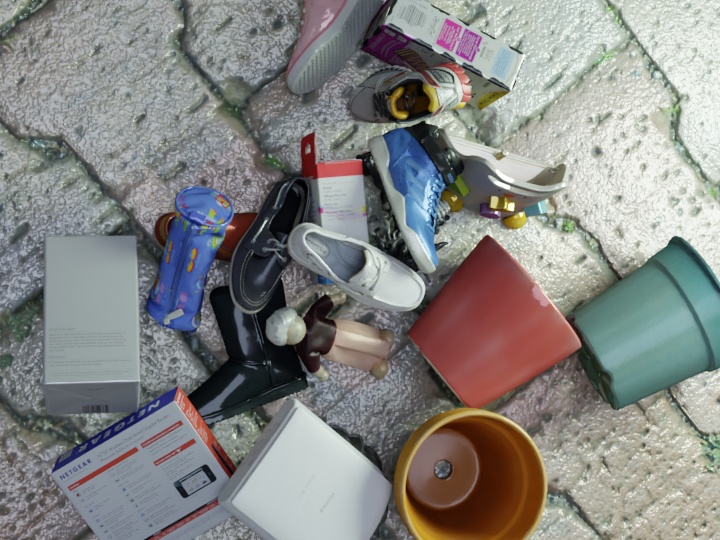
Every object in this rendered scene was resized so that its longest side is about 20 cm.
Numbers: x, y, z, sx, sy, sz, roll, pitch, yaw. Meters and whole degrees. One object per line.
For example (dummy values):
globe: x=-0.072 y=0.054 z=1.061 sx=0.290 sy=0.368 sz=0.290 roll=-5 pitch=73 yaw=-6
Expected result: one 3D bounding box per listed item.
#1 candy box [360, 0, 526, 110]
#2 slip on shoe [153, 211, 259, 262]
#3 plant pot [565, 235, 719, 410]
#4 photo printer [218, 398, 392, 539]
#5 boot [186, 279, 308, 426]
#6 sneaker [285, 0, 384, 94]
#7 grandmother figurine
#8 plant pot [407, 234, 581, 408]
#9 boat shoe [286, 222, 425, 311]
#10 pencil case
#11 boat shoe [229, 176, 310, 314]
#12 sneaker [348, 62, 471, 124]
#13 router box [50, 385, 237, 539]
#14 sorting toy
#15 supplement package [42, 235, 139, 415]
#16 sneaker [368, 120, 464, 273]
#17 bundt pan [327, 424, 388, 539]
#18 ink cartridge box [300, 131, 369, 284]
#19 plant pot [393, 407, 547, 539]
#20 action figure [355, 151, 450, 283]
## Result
candy box: x=0.111 y=-0.300 z=1.730 sx=0.198 sy=0.136 sz=0.062 roll=25 pitch=81 yaw=-10
slip on shoe: x=-0.181 y=-0.048 z=1.714 sx=0.197 sy=0.061 sz=0.075 roll=5 pitch=88 yaw=-13
plant pot: x=0.406 y=0.085 z=1.775 sx=0.194 sy=0.200 sz=0.202 roll=-27 pitch=95 yaw=-2
photo printer: x=-0.063 y=0.293 z=1.643 sx=0.200 sy=0.069 sz=0.167 roll=42 pitch=74 yaw=-17
boot: x=-0.179 y=0.107 z=1.705 sx=0.198 sy=0.076 sz=0.170 roll=-19 pitch=96 yaw=-16
sneaker: x=-0.054 y=-0.346 z=1.738 sx=0.105 sy=0.075 sz=0.201 roll=44 pitch=105 yaw=26
grandmother figurine: x=-0.044 y=0.088 z=1.707 sx=0.198 sy=0.060 sz=0.123 roll=14 pitch=79 yaw=-37
plant pot: x=0.173 y=0.083 z=1.731 sx=0.177 sy=0.200 sz=0.201 roll=-40 pitch=98 yaw=2
boat shoe: x=0.000 y=0.000 z=1.627 sx=0.198 sy=0.069 sz=0.072 roll=24 pitch=84 yaw=-15
pencil case: x=-0.225 y=-0.010 z=1.646 sx=0.077 sy=0.087 sz=0.202 roll=19 pitch=123 yaw=-4
boat shoe: x=-0.117 y=-0.039 z=1.673 sx=0.072 sy=0.063 sz=0.202 roll=28 pitch=65 yaw=-16
sneaker: x=0.052 y=-0.236 z=1.698 sx=0.082 sy=0.199 sz=0.079 roll=-28 pitch=105 yaw=-40
router box: x=-0.272 y=0.278 z=1.658 sx=0.199 sy=0.049 sz=0.181 roll=-30 pitch=107 yaw=9
sorting toy: x=0.199 y=-0.124 z=1.729 sx=0.197 sy=0.180 sz=0.108 roll=14 pitch=87 yaw=-11
supplement package: x=-0.344 y=0.070 z=1.617 sx=0.120 sy=0.120 sz=0.202 roll=0 pitch=66 yaw=-11
sneaker: x=0.092 y=-0.103 z=1.659 sx=0.110 sy=0.077 sz=0.202 roll=-21 pitch=69 yaw=3
bundt pan: x=-0.050 y=0.317 z=1.735 sx=0.199 sy=0.076 sz=0.205 roll=0 pitch=91 yaw=-11
ink cartridge box: x=-0.035 y=-0.085 z=1.713 sx=0.066 sy=0.116 sz=0.203 roll=-5 pitch=92 yaw=-13
plant pot: x=0.131 y=0.281 z=1.715 sx=0.197 sy=0.183 sz=0.203 roll=0 pitch=91 yaw=-11
action figure: x=0.058 y=-0.074 z=1.741 sx=0.117 sy=0.102 sz=0.202 roll=-19 pitch=91 yaw=-8
